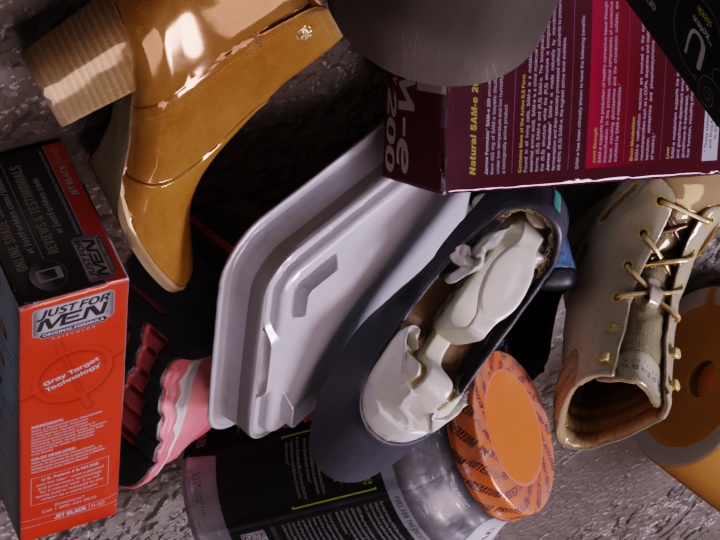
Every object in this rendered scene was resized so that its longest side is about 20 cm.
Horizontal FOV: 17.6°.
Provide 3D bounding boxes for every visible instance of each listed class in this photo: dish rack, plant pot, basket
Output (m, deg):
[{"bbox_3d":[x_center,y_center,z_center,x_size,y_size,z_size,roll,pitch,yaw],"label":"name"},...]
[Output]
[{"bbox_3d":[0.000,0.000,1.270,0.200,0.043,0.172,-39,155,-33],"label":"dish rack"},{"bbox_3d":[0.288,0.099,1.570,0.183,0.201,0.200,22,122,-32],"label":"plant pot"},{"bbox_3d":[0.054,-0.189,1.051,0.135,0.181,0.200,20,146,2],"label":"basket"}]

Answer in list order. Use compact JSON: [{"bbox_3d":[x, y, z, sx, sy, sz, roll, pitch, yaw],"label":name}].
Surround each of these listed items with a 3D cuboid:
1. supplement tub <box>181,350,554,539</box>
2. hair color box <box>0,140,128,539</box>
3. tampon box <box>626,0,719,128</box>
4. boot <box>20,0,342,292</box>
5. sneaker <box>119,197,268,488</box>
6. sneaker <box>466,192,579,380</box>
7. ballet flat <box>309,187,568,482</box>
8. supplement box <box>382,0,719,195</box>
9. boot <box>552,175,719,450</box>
[{"bbox_3d":[0.005,0.116,1.361,0.199,0.123,0.122,-16,155,29],"label":"supplement tub"},{"bbox_3d":[-0.167,0.041,1.211,0.061,0.102,0.201,-15,144,-19],"label":"hair color box"},{"bbox_3d":[0.207,-0.198,1.096,0.126,0.150,0.201,-15,144,-20],"label":"tampon box"},{"bbox_3d":[-0.071,-0.080,1.156,0.143,0.071,0.202,-28,142,-3],"label":"boot"},{"bbox_3d":[-0.090,0.031,1.306,0.087,0.074,0.201,-23,151,-52],"label":"sneaker"},{"bbox_3d":[0.067,0.042,1.400,0.078,0.090,0.200,-2,138,-35],"label":"sneaker"},{"bbox_3d":[0.043,0.035,1.243,0.200,0.073,0.073,-52,144,3],"label":"ballet flat"},{"bbox_3d":[0.110,-0.102,1.231,0.199,0.061,0.110,-4,102,-33],"label":"supplement box"},{"bbox_3d":[0.173,0.001,1.346,0.072,0.156,0.200,25,138,-16],"label":"boot"}]
